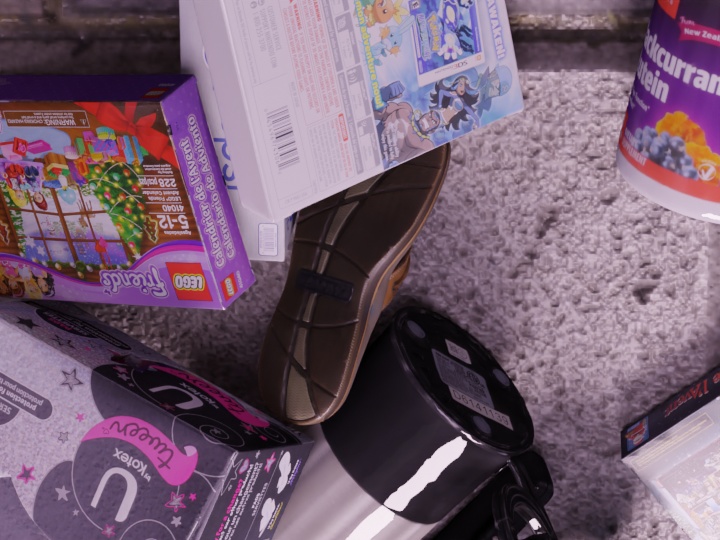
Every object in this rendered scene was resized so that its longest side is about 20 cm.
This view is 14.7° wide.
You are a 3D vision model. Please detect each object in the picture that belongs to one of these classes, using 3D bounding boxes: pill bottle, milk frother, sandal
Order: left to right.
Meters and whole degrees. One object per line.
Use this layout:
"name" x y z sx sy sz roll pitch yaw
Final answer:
"sandal" 0.000 0.000 1.693 0.082 0.055 0.200 19 91 28
"milk frother" 0.026 0.163 1.712 0.180 0.200 0.188 37 114 -17
"pill bottle" 0.220 -0.137 1.592 0.111 0.111 0.200 12 117 -1

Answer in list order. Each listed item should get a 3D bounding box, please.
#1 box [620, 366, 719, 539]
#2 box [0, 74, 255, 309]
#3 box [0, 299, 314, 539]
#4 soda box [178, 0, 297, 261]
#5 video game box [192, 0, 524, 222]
"box" 0.282 0.105 1.748 0.200 0.038 0.137 -35 109 20
"box" -0.167 -0.048 1.665 0.200 0.039 0.137 2 120 35
"box" -0.154 0.115 1.686 0.200 0.115 0.132 28 102 20
"soda box" -0.071 -0.109 1.657 0.063 0.068 0.200 3 116 5
"video game box" -0.005 -0.153 1.589 0.182 0.047 0.200 -23 117 -23
